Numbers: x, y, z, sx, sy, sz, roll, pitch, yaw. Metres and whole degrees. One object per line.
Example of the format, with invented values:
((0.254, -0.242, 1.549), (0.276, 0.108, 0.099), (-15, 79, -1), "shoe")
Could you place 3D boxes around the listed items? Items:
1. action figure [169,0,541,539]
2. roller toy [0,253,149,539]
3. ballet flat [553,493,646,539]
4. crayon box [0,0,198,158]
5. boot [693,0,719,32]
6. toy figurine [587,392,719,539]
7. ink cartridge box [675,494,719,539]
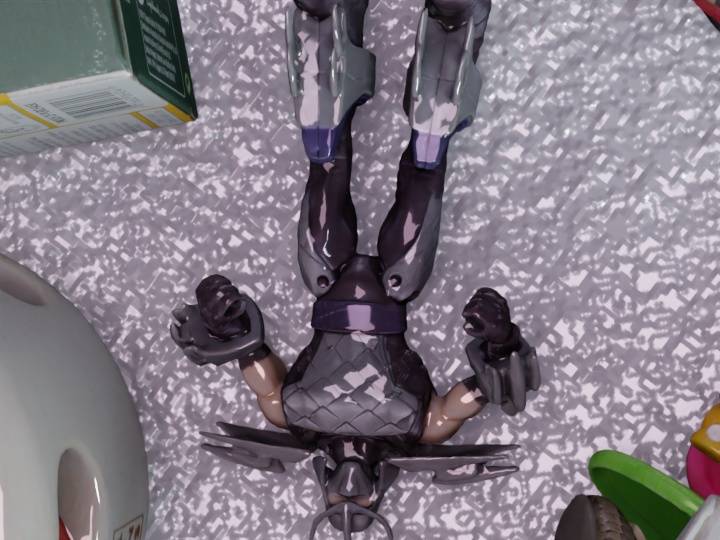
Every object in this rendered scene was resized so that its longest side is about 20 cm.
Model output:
((0.000, 0.000, 0.990), (0.129, 0.069, 0.201), (4, 90, 2), "action figure")
((-0.168, 0.082, 0.968), (0.182, 0.140, 0.201), (-32, 86, 15), "roller toy")
((0.093, 0.163, 0.918), (0.046, 0.068, 0.201), (2, 52, -13), "ballet flat")
((-0.167, -0.064, 0.982), (0.199, 0.126, 0.052), (-11, 85, 6), "crayon box")
((0.170, -0.142, 0.963), (0.151, 0.073, 0.200), (-43, 104, 5), "boot")
((0.207, 0.049, 0.953), (0.200, 0.150, 0.184), (31, 76, 31), "toy figurine")
((0.143, 0.182, 0.829), (0.200, 0.088, 0.146), (35, 63, 3), "ink cartridge box")
